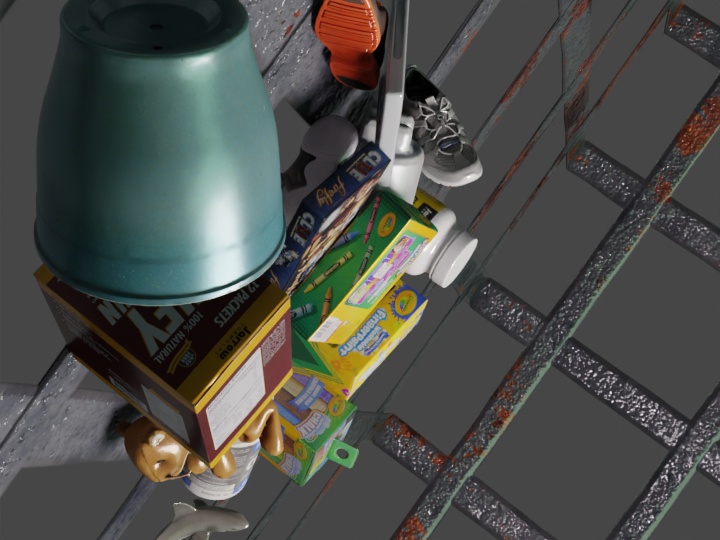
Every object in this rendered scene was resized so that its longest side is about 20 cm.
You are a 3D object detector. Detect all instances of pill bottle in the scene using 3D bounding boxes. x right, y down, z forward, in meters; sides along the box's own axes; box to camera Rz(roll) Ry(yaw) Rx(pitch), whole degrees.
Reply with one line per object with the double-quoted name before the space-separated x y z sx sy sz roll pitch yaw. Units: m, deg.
"pill bottle" 0.064 -0.067 1.636 0.113 0.199 0.113 -50 166 -18
"pill bottle" -0.196 0.235 1.665 0.114 0.113 0.201 -40 161 -45

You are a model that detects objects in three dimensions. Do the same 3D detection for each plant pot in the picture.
"plant pot" -0.153 -0.108 0.855 0.200 0.199 0.189 -41 146 -44

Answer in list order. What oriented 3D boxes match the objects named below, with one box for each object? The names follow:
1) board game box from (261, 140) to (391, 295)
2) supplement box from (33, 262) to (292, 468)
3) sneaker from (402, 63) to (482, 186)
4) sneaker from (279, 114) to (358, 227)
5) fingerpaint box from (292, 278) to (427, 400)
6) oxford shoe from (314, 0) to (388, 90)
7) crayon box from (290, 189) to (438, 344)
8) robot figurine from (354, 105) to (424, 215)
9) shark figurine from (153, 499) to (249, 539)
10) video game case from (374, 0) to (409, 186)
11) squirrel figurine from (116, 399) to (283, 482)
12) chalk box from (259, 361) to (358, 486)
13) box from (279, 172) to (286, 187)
"board game box" -0.048 -0.049 1.331 0.135 0.035 0.200 -45 173 -38
"supplement box" -0.182 0.055 1.098 0.133 0.197 0.200 -49 166 -22
"sneaker" 0.096 -0.193 1.518 0.074 0.201 0.082 -25 145 -11
"sneaker" -0.073 -0.089 1.381 0.200 0.075 0.114 -50 166 -17
"fingerpaint box" -0.021 0.073 1.760 0.200 0.166 0.074 -43 163 -36
"oxford shoe" -0.005 -0.270 1.232 0.200 0.071 0.073 88 19 -74
"crayon box" 0.000 0.000 1.420 0.200 0.058 0.119 -50 161 9
"robot figurine" 0.018 -0.113 1.509 0.170 0.112 0.201 -70 174 -63
"shark figurine" -0.309 0.433 1.898 0.214 0.128 0.090 -32 134 -16
"video game case" 0.036 -0.225 1.329 0.200 0.023 0.183 97 -3 -65
"squirrel figurine" -0.216 0.171 1.447 0.186 0.141 0.202 -14 107 -34
"chalk box" -0.094 0.264 1.895 0.124 0.199 0.125 -43 162 -39
"box" -0.160 -0.038 1.282 0.201 0.041 0.039 -54 166 -8
